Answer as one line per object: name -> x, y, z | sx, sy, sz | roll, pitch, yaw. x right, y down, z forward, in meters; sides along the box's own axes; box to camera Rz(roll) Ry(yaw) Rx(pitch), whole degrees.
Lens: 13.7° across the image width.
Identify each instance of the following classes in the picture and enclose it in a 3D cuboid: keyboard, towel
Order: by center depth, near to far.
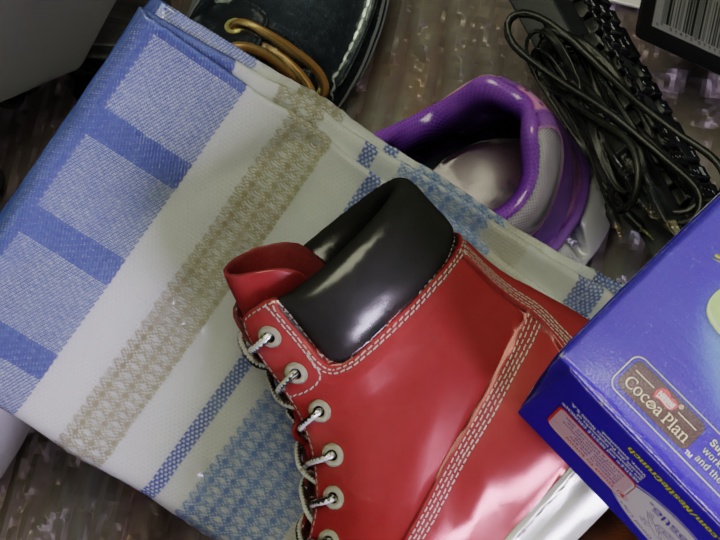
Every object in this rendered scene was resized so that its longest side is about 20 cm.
towel -> -0.028, 0.017, 0.989 | 0.200, 0.024, 0.147 | 32, 99, -19
keyboard -> 0.114, -0.035, 1.038 | 0.040, 0.104, 0.200 | -39, 63, 23

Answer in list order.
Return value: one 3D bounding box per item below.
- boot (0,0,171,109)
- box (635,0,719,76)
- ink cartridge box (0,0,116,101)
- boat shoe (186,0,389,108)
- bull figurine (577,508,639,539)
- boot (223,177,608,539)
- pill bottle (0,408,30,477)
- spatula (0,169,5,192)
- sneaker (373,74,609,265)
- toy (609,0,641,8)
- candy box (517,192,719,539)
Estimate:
boot -> -0.159, -0.135, 1.130 | 0.200, 0.070, 0.132 | 9, 67, 9
box -> 0.220, -0.107, 1.058 | 0.200, 0.079, 0.141 | 28, 52, 18
ink cartridge box -> -0.182, -0.163, 1.012 | 0.146, 0.147, 0.200 | -27, 71, -40
boat shoe -> -0.038, -0.059, 1.062 | 0.071, 0.091, 0.200 | 36, 75, -14
bull figurine -> 0.123, 0.162, 0.966 | 0.121, 0.065, 0.200 | -43, 69, -14
boot -> -0.014, 0.074, 0.964 | 0.144, 0.072, 0.200 | 37, 91, -18
pill bottle -> -0.213, 0.007, 1.045 | 0.200, 0.113, 0.113 | 25, 70, 15
spatula -> -0.200, -0.095, 1.141 | 0.056, 0.021, 0.200 | -29, 67, -36
sneaker -> 0.000, 0.000, 1.042 | 0.200, 0.089, 0.080 | -39, 69, -11
toy -> 0.052, -0.175, 1.140 | 0.200, 0.047, 0.115 | 14, 69, 13
candy box -> 0.178, 0.029, 0.930 | 0.200, 0.077, 0.169 | -42, 85, -17
